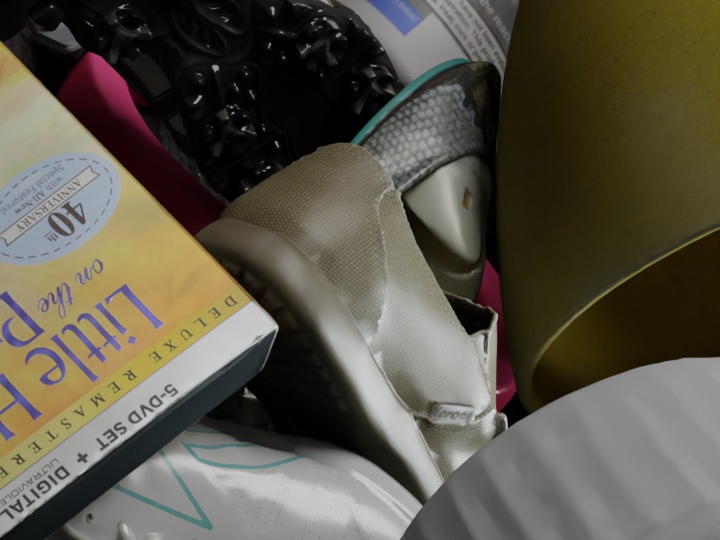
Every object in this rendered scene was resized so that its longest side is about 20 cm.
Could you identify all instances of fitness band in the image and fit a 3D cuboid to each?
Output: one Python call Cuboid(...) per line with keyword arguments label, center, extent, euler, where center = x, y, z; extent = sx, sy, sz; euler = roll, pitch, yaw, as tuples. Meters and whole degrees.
Cuboid(label="fitness band", center=(-0.023, -0.015, 1.083), extent=(0.200, 0.037, 0.144), euler=(42, 23, 10))

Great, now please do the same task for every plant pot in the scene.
Cuboid(label="plant pot", center=(0.124, -0.053, 0.997), extent=(0.200, 0.200, 0.143), euler=(9, 55, -50))

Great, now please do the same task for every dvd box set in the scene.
Cuboid(label="dvd box set", center=(-0.141, -0.009, 0.801), extent=(0.146, 0.029, 0.200), euler=(-36, 74, -29))

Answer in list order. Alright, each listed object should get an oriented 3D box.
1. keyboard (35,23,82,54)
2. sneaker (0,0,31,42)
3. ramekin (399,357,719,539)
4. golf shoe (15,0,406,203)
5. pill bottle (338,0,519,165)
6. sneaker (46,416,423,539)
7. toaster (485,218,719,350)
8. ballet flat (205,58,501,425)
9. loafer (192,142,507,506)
Cuboid(label="keyboard", center=(-0.026, -0.125, 1.109), extent=(0.011, 0.199, 0.056), euler=(69, -13, -21))
Cuboid(label="sneaker", center=(-0.145, -0.064, 0.946), extent=(0.147, 0.077, 0.202), euler=(58, 20, 21))
Cuboid(label="ramekin", center=(0.093, 0.121, 0.806), extent=(0.200, 0.201, 0.098), euler=(25, 18, -31))
Cuboid(label="golf shoe", center=(-0.055, -0.089, 1.004), extent=(0.200, 0.078, 0.095), euler=(45, 5, -45))
Cuboid(label="pill bottle", center=(0.065, -0.122, 1.186), extent=(0.114, 0.200, 0.114), euler=(41, -23, 22))
Cuboid(label="sneaker", center=(-0.058, 0.071, 0.841), extent=(0.200, 0.071, 0.080), euler=(33, 38, -1))
Cuboid(label="toaster", center=(0.144, 0.017, 1.151), extent=(0.199, 0.114, 0.129), euler=(6, 35, -14))
Cuboid(label="ballet flat", center=(0.000, 0.000, 0.974), extent=(0.072, 0.072, 0.200), euler=(43, 52, 12))
Cuboid(label="loafer", center=(0.013, 0.038, 0.893), extent=(0.076, 0.068, 0.200), euler=(26, -23, 34))
